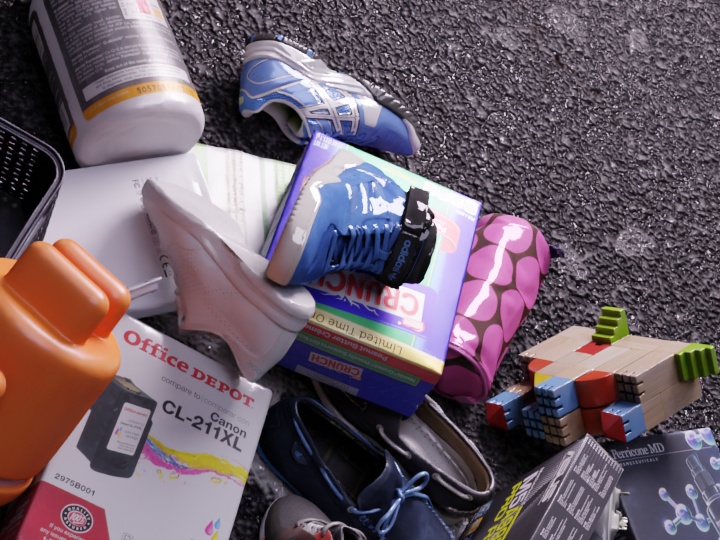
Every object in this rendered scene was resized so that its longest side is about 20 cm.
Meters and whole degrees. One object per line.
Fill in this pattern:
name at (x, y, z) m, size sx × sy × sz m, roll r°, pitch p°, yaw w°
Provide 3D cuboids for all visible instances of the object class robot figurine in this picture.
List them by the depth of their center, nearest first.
robot figurine at (-0.237, 0.074, 0.863) m, size 0.116 × 0.201 × 0.144 m, roll 32°, pitch 13°, yaw -32°

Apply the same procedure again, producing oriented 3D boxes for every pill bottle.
pill bottle at (-0.215, -0.189, 1.122) m, size 0.115 × 0.116 × 0.202 m, roll -7°, pitch 67°, yaw -37°

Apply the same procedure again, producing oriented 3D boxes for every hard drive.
hard drive at (-0.205, -0.021, 1.063) m, size 0.198 × 0.027 × 0.133 m, roll -11°, pitch 68°, yaw -31°

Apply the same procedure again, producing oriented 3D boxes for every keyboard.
keyboard at (-0.240, 0.042, 0.963) m, size 0.198 × 0.056 × 0.011 m, roll -22°, pitch 99°, yaw -25°

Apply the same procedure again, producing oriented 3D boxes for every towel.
towel at (-0.085, -0.035, 1.178) m, size 0.198 × 0.031 × 0.151 m, roll 12°, pitch 54°, yaw -25°

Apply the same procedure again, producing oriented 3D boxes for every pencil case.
pencil case at (0.116, 0.037, 1.231) m, size 0.201 × 0.090 × 0.094 m, roll -55°, pitch 133°, yaw -41°

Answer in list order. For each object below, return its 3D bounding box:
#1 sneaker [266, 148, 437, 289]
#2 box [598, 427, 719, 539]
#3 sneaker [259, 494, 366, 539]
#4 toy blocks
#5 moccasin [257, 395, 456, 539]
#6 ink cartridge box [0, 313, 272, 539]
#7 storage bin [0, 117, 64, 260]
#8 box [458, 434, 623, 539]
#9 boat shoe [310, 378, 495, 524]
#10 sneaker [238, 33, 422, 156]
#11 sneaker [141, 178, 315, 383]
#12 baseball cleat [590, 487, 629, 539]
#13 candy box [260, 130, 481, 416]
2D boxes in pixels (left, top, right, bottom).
sneaker at (0.003, -0.025, 1.017) m, size 0.110 × 0.077 × 0.200 m, roll 28°, pitch 22°, yaw 2°
box at (0.267, 0.257, 1.174) m, size 0.147 × 0.107 × 0.202 m, roll -2°, pitch 62°, yaw -35°
sneaker at (-0.017, 0.214, 0.972) m, size 0.076 × 0.083 × 0.200 m, roll 7°, pitch 23°, yaw -25°
toy blocks at (0.200, 0.106, 1.181) m, size 0.136 × 0.199 × 0.101 m, roll -24°, pitch 107°, yaw -31°
moccasin at (0.001, 0.179, 1.066) m, size 0.199 × 0.068 × 0.081 m, roll 36°, pitch 47°, yaw -10°
ink cartridge box at (-0.164, 0.150, 0.960) m, size 0.145 × 0.083 × 0.202 m, roll 29°, pitch 49°, yaw -16°
storage bin at (-0.330, -0.057, 0.951) m, size 0.198 × 0.094 × 0.136 m, roll 30°, pitch 55°, yaw -8°
box at (0.112, 0.237, 1.043) m, size 0.044 × 0.160 × 0.200 m, roll 42°, pitch 48°, yaw -3°
boat shoe at (0.036, 0.128, 1.128) m, size 0.201 × 0.060 × 0.074 m, roll 51°, pitch 48°, yaw 4°
sneaker at (-0.032, -0.149, 1.266) m, size 0.198 × 0.076 × 0.078 m, roll 23°, pitch 73°, yaw -21°
sneaker at (-0.122, 0.005, 1.021) m, size 0.075 × 0.089 × 0.200 m, roll 14°, pitch 24°, yaw -50°
baseball cleat at (0.158, 0.264, 1.079) m, size 0.105 × 0.070 × 0.203 m, roll 7°, pitch 70°, yaw 17°
candy box at (0.000, 0.000, 1.123) m, size 0.167 × 0.077 × 0.202 m, roll 22°, pitch 50°, yaw -6°
